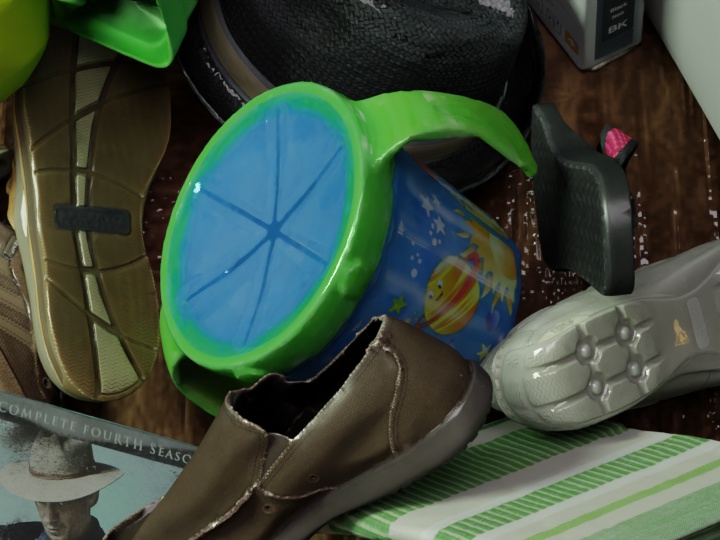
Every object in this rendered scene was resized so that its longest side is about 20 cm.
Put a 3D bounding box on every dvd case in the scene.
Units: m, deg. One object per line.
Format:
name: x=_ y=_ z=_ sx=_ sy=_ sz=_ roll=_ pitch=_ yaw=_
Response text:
dvd case: x=-0.141 y=0.160 z=1.079 sx=0.145 sy=0.022 sz=0.201 roll=18 pitch=67 yaw=-24

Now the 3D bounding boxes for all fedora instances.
fedora: x=0.009 y=-0.133 z=1.174 sx=0.199 sy=0.092 sz=0.202 roll=9 pitch=63 yaw=-18

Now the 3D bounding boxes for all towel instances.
towel: x=0.085 y=0.097 z=1.040 sx=0.152 sy=0.200 sz=0.024 roll=-16 pitch=104 yaw=-35

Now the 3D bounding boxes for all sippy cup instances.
sippy cup: x=0.000 y=0.000 z=1.116 sx=0.177 sy=0.130 sz=0.140 roll=-8 pitch=66 yaw=47

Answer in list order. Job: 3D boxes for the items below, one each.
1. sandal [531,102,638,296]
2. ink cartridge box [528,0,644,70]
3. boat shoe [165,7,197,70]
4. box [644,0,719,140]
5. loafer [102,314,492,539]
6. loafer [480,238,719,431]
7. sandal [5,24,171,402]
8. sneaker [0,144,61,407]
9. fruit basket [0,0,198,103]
sandal: x=0.111 y=-0.031 z=1.121 sx=0.045 sy=0.200 sz=0.076 roll=-8 pitch=104 yaw=-6
ink cartridge box: x=0.070 y=-0.221 z=1.184 sx=0.043 sy=0.200 sz=0.199 roll=-31 pitch=68 yaw=-8
boat shoe: x=-0.137 y=-0.144 z=1.235 sx=0.199 sy=0.075 sz=0.069 roll=3 pitch=64 yaw=-7
box: x=0.225 y=-0.176 z=1.156 sx=0.171 sy=0.200 sz=0.200 roll=-24 pitch=68 yaw=-6
loafer: x=-0.040 y=0.077 z=1.049 sx=0.200 sy=0.073 sz=0.071 roll=-34 pitch=110 yaw=16
loafer: x=0.141 y=0.025 z=1.129 sx=0.199 sy=0.070 sz=0.070 roll=-14 pitch=96 yaw=-31
sandal: x=-0.134 y=-0.030 z=1.161 sx=0.080 sy=0.054 sz=0.201 roll=10 pitch=66 yaw=-31
sneaker: x=-0.168 y=0.021 z=1.162 sx=0.075 sy=0.071 sz=0.201 roll=-22 pitch=68 yaw=-13
fruit basket: x=-0.175 y=-0.155 z=1.110 sx=0.214 sy=0.156 sz=0.216 roll=-5 pitch=48 yaw=6
